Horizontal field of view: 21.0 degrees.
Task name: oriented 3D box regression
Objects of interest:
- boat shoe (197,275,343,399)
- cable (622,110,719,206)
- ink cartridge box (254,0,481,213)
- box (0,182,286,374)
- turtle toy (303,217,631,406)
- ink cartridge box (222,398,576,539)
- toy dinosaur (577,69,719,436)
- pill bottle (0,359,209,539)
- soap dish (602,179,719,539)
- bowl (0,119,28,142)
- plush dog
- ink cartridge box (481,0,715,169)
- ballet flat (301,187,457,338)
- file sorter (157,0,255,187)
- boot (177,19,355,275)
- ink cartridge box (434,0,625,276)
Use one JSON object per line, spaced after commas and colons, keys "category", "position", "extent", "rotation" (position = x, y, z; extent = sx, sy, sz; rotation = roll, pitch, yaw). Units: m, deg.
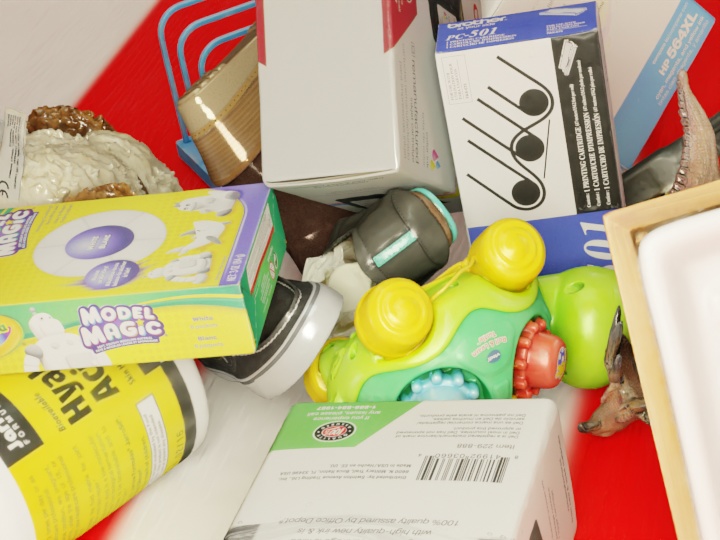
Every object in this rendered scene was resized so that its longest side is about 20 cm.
{"category": "boat shoe", "position": [-0.070, 0.025, 1.125], "extent": [0.070, 0.066, 0.200], "rotation": [-59, 15, -8]}
{"category": "cable", "position": [0.212, -0.065, 1.190], "extent": [0.199, 0.051, 0.097], "rotation": [-34, 5, 27]}
{"category": "ink cartridge box", "position": [0.012, -0.114, 1.143], "extent": [0.082, 0.147, 0.200], "rotation": [-5, -5, 19]}
{"category": "box", "position": [-0.147, 0.005, 1.059], "extent": [0.198, 0.049, 0.118], "rotation": [-7, 29, 11]}
{"category": "turtle toy", "position": [0.067, 0.044, 1.065], "extent": [0.199, 0.102, 0.146], "rotation": [-26, -9, -23]}
{"category": "ink cartridge box", "position": [0.012, 0.150, 0.924], "extent": [0.144, 0.085, 0.200], "rotation": [-1, 30, 20]}
{"category": "toy dinosaur", "position": [0.167, 0.007, 1.000], "extent": [0.135, 0.201, 0.086], "rotation": [-24, 35, -15]}
{"category": "pill bottle", "position": [-0.187, 0.102, 1.065], "extent": [0.111, 0.112, 0.199], "rotation": [16, 40, 42]}
{"category": "soap dish", "position": [0.206, 0.045, 0.932], "extent": [0.156, 0.202, 0.081], "rotation": [-16, 11, -6]}
{"category": "bowl", "position": [-0.293, -0.017, 1.323], "extent": [0.199, 0.091, 0.202], "rotation": [1, 38, -1]}
{"category": "plush dog", "position": [-0.169, -0.033, 1.215], "extent": [0.160, 0.201, 0.172], "rotation": [-28, 0, 27]}
{"category": "ink cartridge box", "position": [0.118, -0.182, 1.331], "extent": [0.126, 0.199, 0.128], "rotation": [-58, 38, 0]}
{"category": "ballet flat", "position": [0.000, 0.000, 1.148], "extent": [0.068, 0.068, 0.200], "rotation": [-39, -5, -16]}
{"category": "file sorter", "position": [-0.051, -0.127, 1.415], "extent": [0.138, 0.124, 0.200], "rotation": [-22, 30, -16]}
{"category": "boot", "position": [-0.012, -0.099, 1.281], "extent": [0.200, 0.167, 0.072], "rotation": [-45, 16, -23]}
{"category": "ink cartridge box", "position": [0.105, -0.049, 1.126], "extent": [0.093, 0.202, 0.044], "rotation": [-7, 29, 9]}
